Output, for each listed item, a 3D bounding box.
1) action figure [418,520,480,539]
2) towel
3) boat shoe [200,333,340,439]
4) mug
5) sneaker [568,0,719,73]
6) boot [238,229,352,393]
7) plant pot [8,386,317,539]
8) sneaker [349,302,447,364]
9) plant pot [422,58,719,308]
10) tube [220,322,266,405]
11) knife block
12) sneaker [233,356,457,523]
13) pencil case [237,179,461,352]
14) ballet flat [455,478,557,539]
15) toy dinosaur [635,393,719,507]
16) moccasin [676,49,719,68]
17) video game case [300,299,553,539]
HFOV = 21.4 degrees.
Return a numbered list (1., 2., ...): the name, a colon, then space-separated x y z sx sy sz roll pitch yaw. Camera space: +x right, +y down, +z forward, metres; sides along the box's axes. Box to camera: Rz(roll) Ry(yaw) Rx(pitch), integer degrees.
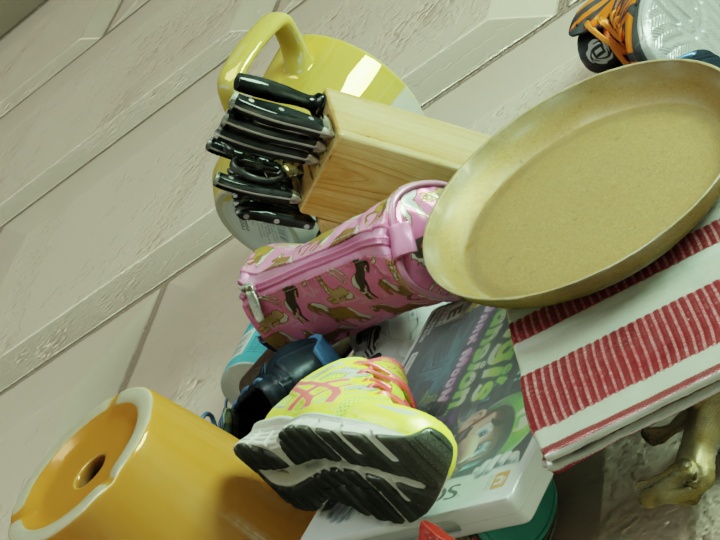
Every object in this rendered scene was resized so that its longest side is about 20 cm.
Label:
1. action figure: 0.029 0.237 0.953 0.099 0.065 0.200 28 95 57
2. towel: 0.147 0.016 1.006 0.144 0.023 0.200 -28 29 14
3. boat shoe: -0.071 0.104 1.290 0.069 0.084 0.200 -27 -24 -30
4. mug: -0.059 -0.102 1.575 0.153 0.187 0.149 -55 15 -28
5. sneaker: 0.205 -0.169 1.394 0.112 0.078 0.200 -36 12 33
6. boot: -0.038 0.039 1.427 0.200 0.064 0.186 -54 11 -26
7. plant pot: -0.110 0.177 1.179 0.200 0.183 0.200 -38 23 19
8. sneaker: 0.056 0.049 1.254 0.115 0.075 0.200 -45 18 10
9. plant pot: 0.127 -0.045 1.069 0.200 0.027 0.200 -25 30 16
10. tube: -0.061 0.037 1.537 0.077 0.050 0.200 -19 26 27
11. knife block: 0.000 -0.086 1.317 0.200 0.176 0.064 -22 39 5
12. sneaker: 0.001 0.082 1.057 0.090 0.078 0.200 -49 19 -21
13. pencil case: 0.000 0.000 1.234 0.087 0.083 0.200 -46 15 -34
14. ballet flat: 0.079 0.120 1.120 0.067 0.068 0.200 -55 9 34
15. toy dinosaur: 0.208 0.043 1.019 0.200 0.058 0.101 -54 37 0
16. moccasin: 0.168 -0.080 1.294 0.200 0.080 0.068 -25 41 15
17. video game case: 0.066 0.075 1.087 0.182 0.023 0.200 -21 29 47
